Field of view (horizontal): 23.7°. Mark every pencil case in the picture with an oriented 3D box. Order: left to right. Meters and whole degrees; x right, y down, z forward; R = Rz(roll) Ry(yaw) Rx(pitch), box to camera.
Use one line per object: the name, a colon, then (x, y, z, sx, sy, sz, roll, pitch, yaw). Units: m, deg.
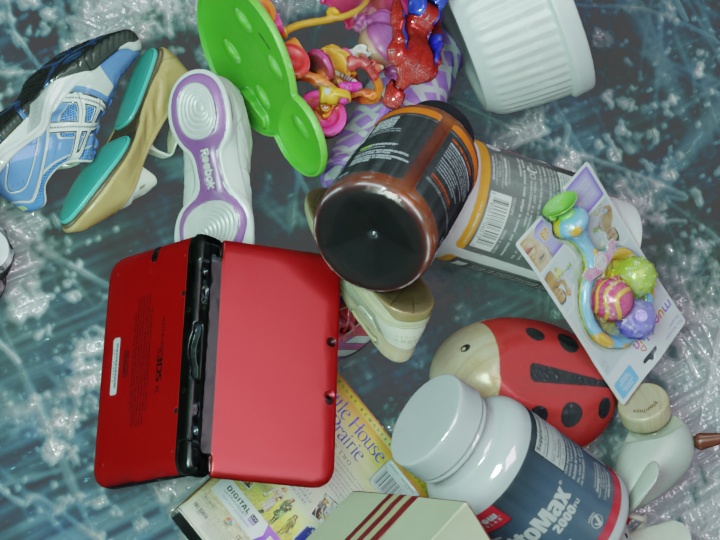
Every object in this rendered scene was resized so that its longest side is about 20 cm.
pencil case: (0.029, -0.144, 1.603, 0.083, 0.086, 0.201, 14, 59, 15)

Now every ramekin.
ramekin: (0.137, -0.245, 1.631, 0.104, 0.200, 0.201, -23, 83, 1)

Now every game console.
game console: (-0.120, 0.084, 1.427, 0.118, 0.172, 0.201, 23, 61, -45)

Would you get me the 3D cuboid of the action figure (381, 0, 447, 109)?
action figure: (0.057, -0.236, 1.521, 0.065, 0.051, 0.201, 28, 74, -44)

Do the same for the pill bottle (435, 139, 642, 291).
pill bottle: (0.158, -0.046, 1.618, 0.199, 0.116, 0.117, 16, 66, -22)

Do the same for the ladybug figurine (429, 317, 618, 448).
ladybug figurine: (0.162, 0.106, 1.593, 0.199, 0.072, 0.137, 6, 70, -26)

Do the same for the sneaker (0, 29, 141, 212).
sneaker: (-0.254, -0.132, 1.471, 0.200, 0.076, 0.077, -50, 116, -28)

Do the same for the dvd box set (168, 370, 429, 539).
dvd box set: (-0.048, 0.200, 1.476, 0.200, 0.029, 0.147, -42, 95, -31)

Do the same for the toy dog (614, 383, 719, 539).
toy dog: (0.277, 0.202, 1.577, 0.132, 0.096, 0.201, 45, 50, -50)

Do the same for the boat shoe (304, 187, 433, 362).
boat shoe: (0.000, 0.000, 1.494, 0.072, 0.065, 0.200, -6, 39, -27)

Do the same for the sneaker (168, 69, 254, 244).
sneaker: (-0.118, -0.075, 1.508, 0.074, 0.100, 0.202, -1, 93, 16)

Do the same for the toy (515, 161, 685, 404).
toy: (0.234, 0.013, 1.565, 0.115, 0.047, 0.200, -48, 113, -25)

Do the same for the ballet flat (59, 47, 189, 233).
ballet flat: (-0.193, -0.105, 1.489, 0.063, 0.068, 0.201, 37, 60, -27)

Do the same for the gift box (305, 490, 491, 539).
gift box: (0.022, 0.293, 1.363, 0.187, 0.200, 0.185, -42, 106, -29)

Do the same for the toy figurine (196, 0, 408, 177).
toy figurine: (-0.018, -0.205, 1.545, 0.183, 0.150, 0.201, -28, 75, -26)

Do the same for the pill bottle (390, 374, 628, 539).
pill bottle: (0.127, 0.181, 1.501, 0.200, 0.119, 0.120, 35, 60, -24)

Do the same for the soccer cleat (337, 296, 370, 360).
soccer cleat: (-0.033, 0.052, 1.510, 0.200, 0.073, 0.068, -33, 89, -31)

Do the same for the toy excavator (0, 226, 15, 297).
toy excavator: (-0.392, -0.047, 1.356, 0.199, 0.100, 0.196, -14, 78, -21)

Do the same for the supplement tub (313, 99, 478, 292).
supplement tub: (0.039, -0.073, 1.458, 0.107, 0.107, 0.200, 44, 35, -7)
